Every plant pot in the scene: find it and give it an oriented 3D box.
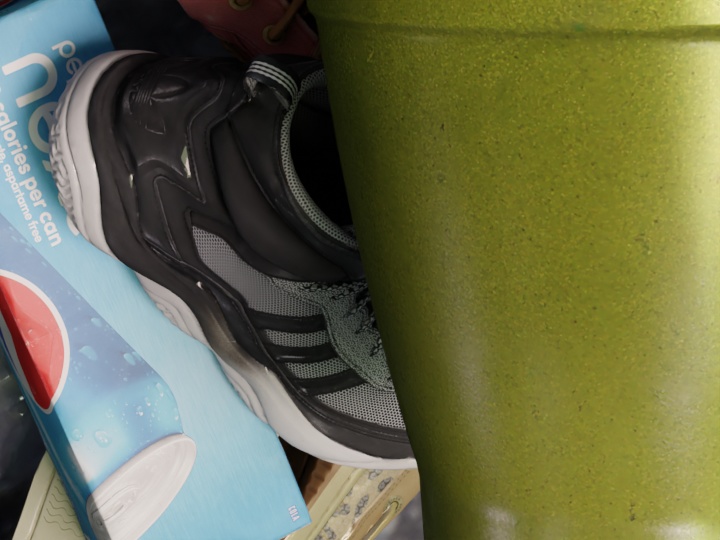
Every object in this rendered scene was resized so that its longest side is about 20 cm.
[{"bbox_3d":[0.079,-0.015,0.740,0.199,0.200,0.194,-5,100,-25],"label":"plant pot"}]

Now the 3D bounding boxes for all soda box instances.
[{"bbox_3d":[-0.090,0.007,0.906,0.068,0.064,0.201,-26,105,-14],"label":"soda box"}]

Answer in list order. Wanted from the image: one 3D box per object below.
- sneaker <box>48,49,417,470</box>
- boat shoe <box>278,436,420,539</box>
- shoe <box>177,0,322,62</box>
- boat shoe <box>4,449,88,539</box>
[{"bbox_3d":[0.000,0.000,0.855,0.200,0.114,0.076,42,58,-33],"label":"sneaker"},{"bbox_3d":[-0.009,0.084,1.009,0.063,0.073,0.200,39,91,-32],"label":"boat shoe"},{"bbox_3d":[-0.018,-0.096,0.865,0.072,0.091,0.200,-52,150,-4],"label":"shoe"},{"bbox_3d":[-0.095,0.098,0.985,0.072,0.068,0.200,34,82,-7],"label":"boat shoe"}]
